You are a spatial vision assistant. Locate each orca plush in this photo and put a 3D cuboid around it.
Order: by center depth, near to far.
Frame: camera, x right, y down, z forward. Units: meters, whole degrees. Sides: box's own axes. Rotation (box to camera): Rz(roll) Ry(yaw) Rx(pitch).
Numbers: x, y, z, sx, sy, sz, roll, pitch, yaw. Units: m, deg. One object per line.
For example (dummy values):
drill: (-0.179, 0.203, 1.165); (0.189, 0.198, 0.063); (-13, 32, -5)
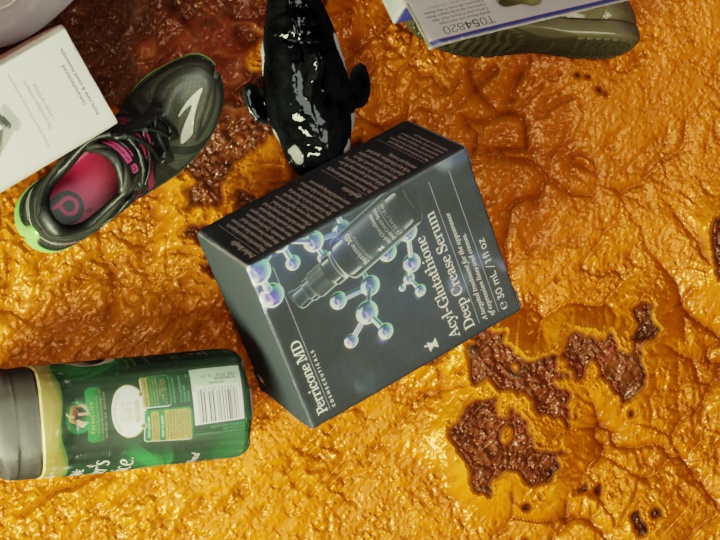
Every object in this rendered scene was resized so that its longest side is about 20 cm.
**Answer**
orca plush: (-0.030, -0.169, 1.601); (0.105, 0.071, 0.201); (9, 87, -18)

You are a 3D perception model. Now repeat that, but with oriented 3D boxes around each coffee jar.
coffee jar: (-0.188, 0.109, 1.532); (0.199, 0.104, 0.086); (-4, 89, -18)

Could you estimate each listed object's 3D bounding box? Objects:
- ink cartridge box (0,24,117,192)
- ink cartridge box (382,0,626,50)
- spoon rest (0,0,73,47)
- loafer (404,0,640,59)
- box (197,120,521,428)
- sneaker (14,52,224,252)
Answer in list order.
ink cartridge box: (-0.292, -0.090, 1.474); (0.200, 0.147, 0.083); (-33, 102, -15)
ink cartridge box: (0.100, -0.259, 1.609); (0.199, 0.041, 0.201); (-14, 59, -18)
spoon rest: (-0.234, -0.232, 1.549); (0.199, 0.061, 0.100); (-15, 94, -5)
loafer: (0.129, -0.214, 1.657); (0.199, 0.076, 0.068); (5, 72, -15)
box: (0.000, 0.000, 1.575); (0.199, 0.107, 0.149); (-29, 116, -16)
sneaker: (-0.174, -0.085, 1.546); (0.200, 0.084, 0.077); (-46, 104, -13)
